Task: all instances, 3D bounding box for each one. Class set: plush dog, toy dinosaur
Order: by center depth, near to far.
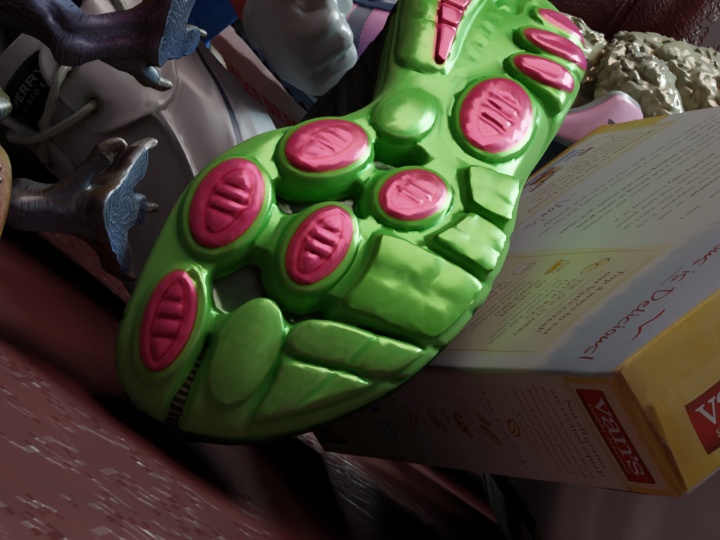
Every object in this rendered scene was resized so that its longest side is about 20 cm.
[{"bbox_3d":[-0.128,-0.069,0.489,0.180,0.106,0.200,15,12,11],"label":"toy dinosaur"},{"bbox_3d":[0.111,-0.074,0.987,0.171,0.161,0.200,23,-14,2],"label":"plush dog"}]

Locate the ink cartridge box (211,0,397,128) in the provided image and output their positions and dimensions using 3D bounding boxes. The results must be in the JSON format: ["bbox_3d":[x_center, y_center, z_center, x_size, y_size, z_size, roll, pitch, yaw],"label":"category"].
[{"bbox_3d":[0.018,-0.040,0.928,0.145,0.083,0.201,42,-17,55],"label":"ink cartridge box"}]

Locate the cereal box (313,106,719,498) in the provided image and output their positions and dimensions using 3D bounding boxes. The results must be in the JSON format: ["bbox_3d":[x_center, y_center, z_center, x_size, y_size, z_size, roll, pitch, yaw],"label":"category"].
[{"bbox_3d":[0.075,0.002,0.549,0.040,0.144,0.200,60,-21,-12],"label":"cereal box"}]

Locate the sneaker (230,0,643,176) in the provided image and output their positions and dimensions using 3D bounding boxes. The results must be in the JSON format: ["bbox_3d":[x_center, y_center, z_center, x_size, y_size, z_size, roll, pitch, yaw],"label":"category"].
[{"bbox_3d":[0.026,-0.074,0.753,0.200,0.082,0.070,44,9,33],"label":"sneaker"}]

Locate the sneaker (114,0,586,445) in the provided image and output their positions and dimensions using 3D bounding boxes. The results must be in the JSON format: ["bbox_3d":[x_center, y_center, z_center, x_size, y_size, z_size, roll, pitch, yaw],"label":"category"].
[{"bbox_3d":[0.002,-0.009,0.543,0.077,0.084,0.200,36,42,7],"label":"sneaker"}]

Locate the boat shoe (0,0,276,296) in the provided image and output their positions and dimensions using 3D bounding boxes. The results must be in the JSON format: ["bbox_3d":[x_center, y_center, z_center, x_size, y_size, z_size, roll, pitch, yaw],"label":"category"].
[{"bbox_3d":[-0.084,-0.055,0.622,0.067,0.074,0.201,2,51,-45],"label":"boat shoe"}]

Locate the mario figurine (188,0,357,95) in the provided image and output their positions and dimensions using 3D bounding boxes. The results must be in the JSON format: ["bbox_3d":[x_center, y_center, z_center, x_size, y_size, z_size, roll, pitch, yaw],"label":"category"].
[{"bbox_3d":[-0.008,-0.107,0.666,0.105,0.124,0.200,-3,-12,-28],"label":"mario figurine"}]

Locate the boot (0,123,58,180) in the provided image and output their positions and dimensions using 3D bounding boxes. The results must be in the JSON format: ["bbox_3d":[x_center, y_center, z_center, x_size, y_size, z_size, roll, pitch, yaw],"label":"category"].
[{"bbox_3d":[-0.096,-0.050,0.732,0.131,0.068,0.200,41,5,3],"label":"boot"}]

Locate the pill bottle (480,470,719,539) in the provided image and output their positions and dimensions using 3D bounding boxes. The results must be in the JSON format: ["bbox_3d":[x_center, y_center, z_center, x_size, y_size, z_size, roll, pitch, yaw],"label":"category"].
[{"bbox_3d":[0.097,0.061,0.642,0.111,0.111,0.200,35,3,-8],"label":"pill bottle"}]
